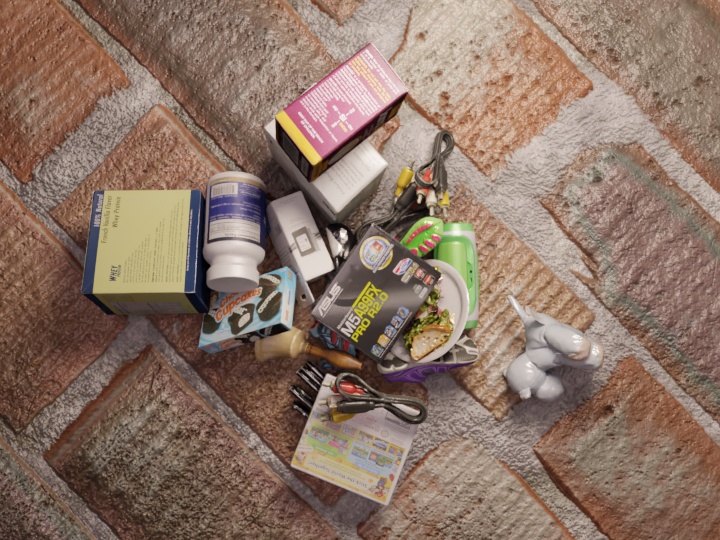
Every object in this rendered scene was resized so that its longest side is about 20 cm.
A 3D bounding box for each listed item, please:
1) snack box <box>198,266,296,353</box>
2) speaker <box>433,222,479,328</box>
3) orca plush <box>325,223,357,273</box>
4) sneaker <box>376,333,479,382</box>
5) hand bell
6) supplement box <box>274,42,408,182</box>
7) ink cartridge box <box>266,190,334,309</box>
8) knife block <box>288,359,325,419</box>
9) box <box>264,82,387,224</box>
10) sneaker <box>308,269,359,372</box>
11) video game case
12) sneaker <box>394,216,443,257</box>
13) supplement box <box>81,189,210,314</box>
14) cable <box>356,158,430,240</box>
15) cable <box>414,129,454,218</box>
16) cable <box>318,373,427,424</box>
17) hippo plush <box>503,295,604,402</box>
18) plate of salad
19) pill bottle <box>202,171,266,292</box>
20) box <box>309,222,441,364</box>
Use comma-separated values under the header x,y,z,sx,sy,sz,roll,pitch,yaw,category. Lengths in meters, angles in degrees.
x,y,z,sx,sy,sz,roll,pitch,yaw,category
-0.210,0.075,1.250,0.198,0.037,0.117,-18,53,28,snack box
0.186,0.012,1.314,0.087,0.088,0.203,-2,87,-2,speaker
0.000,0.000,1.268,0.070,0.105,0.202,-19,77,14,orca plush
0.132,0.174,1.306,0.197,0.084,0.081,-10,45,11,sneaker
-0.088,0.148,1.257,0.198,0.104,0.105,15,86,18,hand bell
-0.035,-0.254,1.101,0.199,0.131,0.104,-40,90,-7,supplement box
-0.114,-0.036,1.286,0.066,0.116,0.202,-23,88,-20,ink cartridge box
-0.038,0.258,1.302,0.197,0.064,0.178,-3,88,-2,knife block
-0.065,-0.207,1.260,0.130,0.200,0.199,-41,89,-6,box
-0.058,0.098,1.304,0.094,0.079,0.203,-8,86,1,sneaker
-0.007,0.316,1.258,0.198,0.023,0.184,22,86,-2,video game case
0.084,-0.039,1.303,0.199,0.084,0.077,-29,94,27,sneaker
-0.387,-0.031,1.248,0.197,0.134,0.203,-1,70,-2,supplement box
0.077,-0.119,1.343,0.097,0.050,0.200,38,99,-16,cable
0.139,-0.200,1.305,0.096,0.050,0.202,26,50,-27,cable
0.023,0.231,1.223,0.197,0.050,0.099,2,99,-10,cable
0.353,0.177,1.273,0.198,0.159,0.162,25,98,-19,hippo plush
0.112,0.073,1.267,0.198,0.048,0.203,-15,64,34,plate of salad
-0.232,-0.069,1.237,0.114,0.116,0.203,0,72,-2,pill bottle
0.026,0.041,1.216,0.160,0.044,0.201,36,90,-8,box
